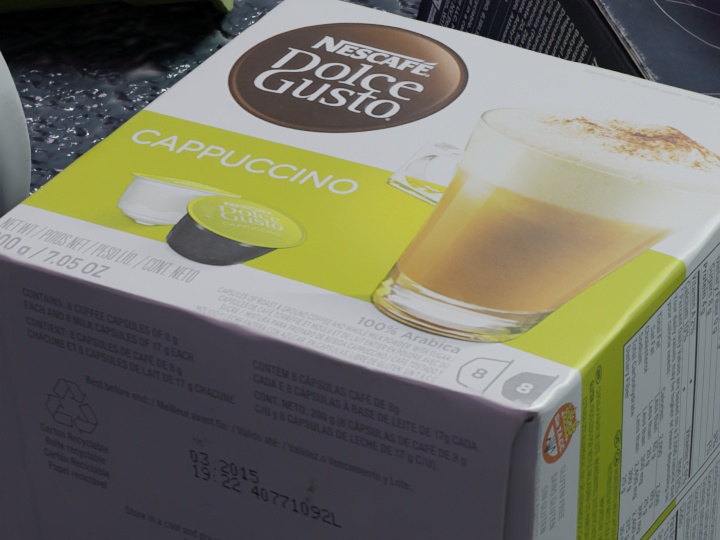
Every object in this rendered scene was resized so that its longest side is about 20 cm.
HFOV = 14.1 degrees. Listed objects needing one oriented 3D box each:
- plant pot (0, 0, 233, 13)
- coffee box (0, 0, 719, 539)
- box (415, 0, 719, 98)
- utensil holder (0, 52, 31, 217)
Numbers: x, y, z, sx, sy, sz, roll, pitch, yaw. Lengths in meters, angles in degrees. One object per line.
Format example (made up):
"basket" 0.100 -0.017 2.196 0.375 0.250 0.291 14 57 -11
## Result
"plant pot" -0.177 -0.196 1.399 0.189 0.201 0.200 -15 32 3
"coffee box" 0.015 0.052 0.954 0.199 0.201 0.198 17 37 26
"box" 0.152 -0.070 1.146 0.199 0.124 0.197 -2 40 -25
"utensil holder" -0.257 -0.034 1.138 0.170 0.170 0.200 22 41 32
